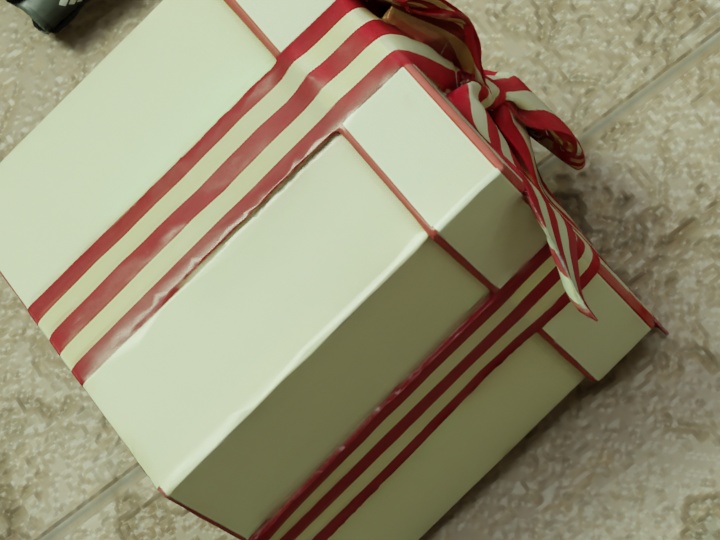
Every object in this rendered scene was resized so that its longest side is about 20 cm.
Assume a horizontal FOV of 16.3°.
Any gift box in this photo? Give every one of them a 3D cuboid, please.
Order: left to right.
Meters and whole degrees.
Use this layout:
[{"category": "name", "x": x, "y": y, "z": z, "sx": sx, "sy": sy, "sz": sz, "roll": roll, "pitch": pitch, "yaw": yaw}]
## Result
[{"category": "gift box", "x": 0.000, "y": 0.000, "z": 0.933, "sx": 0.187, "sy": 0.184, "sz": 0.200, "roll": -45, "pitch": 62, "yaw": 5}]

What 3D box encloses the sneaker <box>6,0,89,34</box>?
[{"category": "sneaker", "x": -0.092, "y": -0.149, "z": 1.105, "sx": 0.199, "sy": 0.076, "sz": 0.116, "roll": 16, "pitch": 80, "yaw": 34}]
